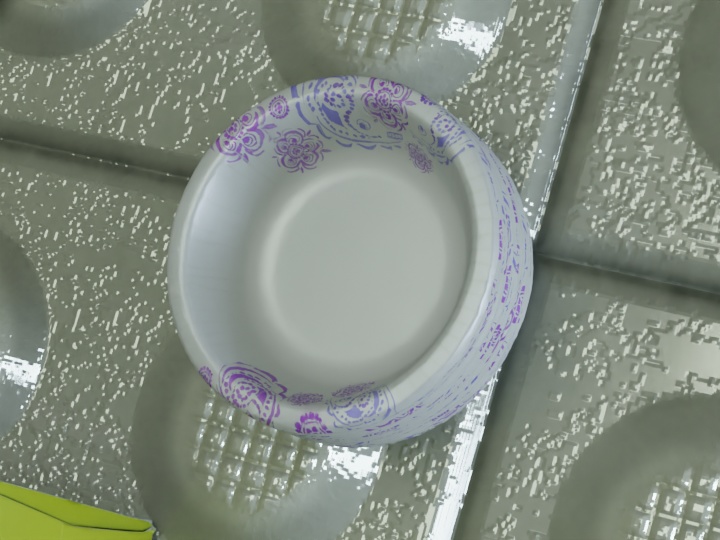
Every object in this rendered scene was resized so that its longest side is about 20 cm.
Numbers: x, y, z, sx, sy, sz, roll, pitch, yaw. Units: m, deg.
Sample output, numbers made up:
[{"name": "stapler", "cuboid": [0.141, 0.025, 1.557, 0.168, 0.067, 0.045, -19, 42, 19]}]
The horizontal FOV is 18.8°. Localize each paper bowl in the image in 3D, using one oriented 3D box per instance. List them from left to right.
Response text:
[{"name": "paper bowl", "cuboid": [0.000, 0.000, 1.220, 0.200, 0.104, 0.202, -6, 73, 22]}]

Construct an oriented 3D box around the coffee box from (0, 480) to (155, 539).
[{"name": "coffee box", "cuboid": [-0.256, 0.219, 1.222, 0.197, 0.200, 0.201, 2, 77, 24]}]
